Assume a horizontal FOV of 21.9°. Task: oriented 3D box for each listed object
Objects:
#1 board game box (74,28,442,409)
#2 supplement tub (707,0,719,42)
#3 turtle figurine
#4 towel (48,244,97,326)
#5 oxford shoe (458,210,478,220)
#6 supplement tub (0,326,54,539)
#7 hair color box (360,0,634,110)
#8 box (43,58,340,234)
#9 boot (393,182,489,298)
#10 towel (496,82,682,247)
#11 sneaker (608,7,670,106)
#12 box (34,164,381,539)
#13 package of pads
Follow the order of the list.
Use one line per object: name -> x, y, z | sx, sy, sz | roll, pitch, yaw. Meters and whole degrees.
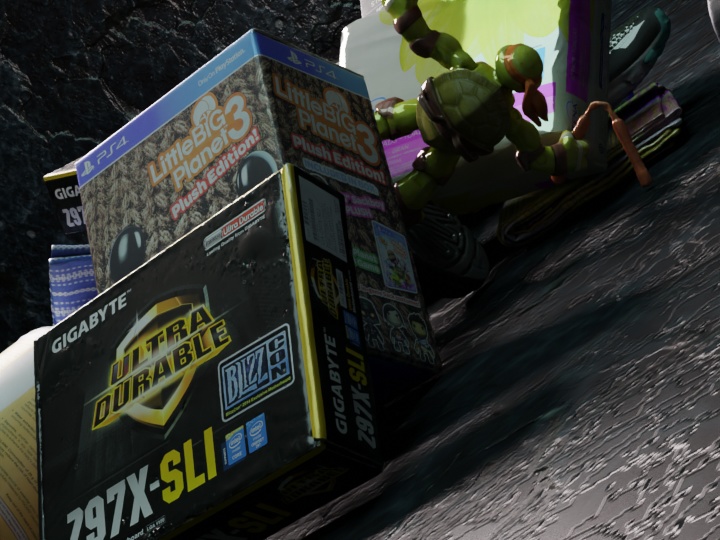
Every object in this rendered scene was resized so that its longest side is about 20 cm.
board game box -> -0.063, -0.004, 1.062 | 0.159, 0.201, 0.097 | -33, -32, 31
supplement tub -> 0.269, -0.164, 0.919 | 0.200, 0.107, 0.107 | -32, 7, 41
turtle figurine -> 0.063, -0.085, 1.104 | 0.161, 0.200, 0.065 | -36, 19, 40
towel -> -0.146, 0.047, 1.316 | 0.144, 0.024, 0.200 | -1, -35, -7
oxford shoe -> 0.088, -0.074, 1.550 | 0.071, 0.072, 0.200 | -5, 18, 19
supplement tub -> -0.212, 0.128, 1.212 | 0.200, 0.146, 0.145 | -39, 7, -30
hair color box -> 0.104, -0.161, 1.382 | 0.109, 0.200, 0.065 | -33, 38, 24
box -> -0.099, -0.090, 1.308 | 0.159, 0.050, 0.200 | -11, 16, 39
boot -> -0.030, 0.027, 1.222 | 0.200, 0.164, 0.066 | -59, 4, 33
towel -> 0.157, -0.074, 1.266 | 0.143, 0.023, 0.200 | -36, 5, 12
sneaker -> 0.122, -0.133, 1.305 | 0.200, 0.091, 0.078 | -34, 7, 20
box -> -0.083, 0.065, 0.936 | 0.200, 0.049, 0.160 | -32, 51, 31
package of pads -> 0.069, -0.118, 1.230 | 0.199, 0.068, 0.155 | -16, 55, 35
